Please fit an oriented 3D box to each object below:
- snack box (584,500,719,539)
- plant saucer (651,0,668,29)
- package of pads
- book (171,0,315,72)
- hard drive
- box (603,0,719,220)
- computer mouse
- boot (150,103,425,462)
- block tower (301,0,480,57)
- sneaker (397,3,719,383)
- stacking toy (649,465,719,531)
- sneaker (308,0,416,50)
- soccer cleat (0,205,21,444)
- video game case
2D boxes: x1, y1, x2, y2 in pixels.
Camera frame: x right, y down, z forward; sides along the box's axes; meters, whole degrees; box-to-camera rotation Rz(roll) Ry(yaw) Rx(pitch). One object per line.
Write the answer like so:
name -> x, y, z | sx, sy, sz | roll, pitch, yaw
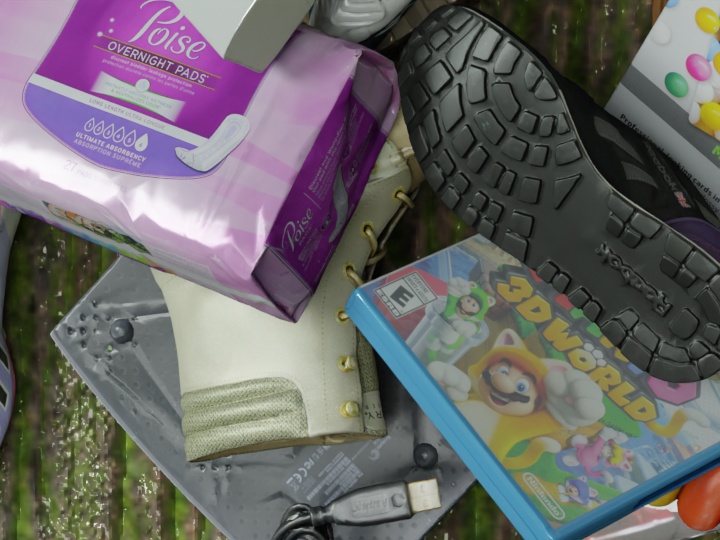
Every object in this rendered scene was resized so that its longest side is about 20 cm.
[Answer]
snack box -> 0.179, 0.080, 1.353 | 0.200, 0.024, 0.072 | -17, 87, 16
plant saucer -> 0.229, -0.117, 1.319 | 0.200, 0.037, 0.201 | 1, 95, 14
package of pads -> -0.092, -0.068, 1.291 | 0.200, 0.076, 0.121 | 21, 78, 26
book -> -0.061, -0.193, 1.266 | 0.134, 0.048, 0.200 | -54, 48, 14
hard drive -> -0.038, 0.057, 1.398 | 0.200, 0.042, 0.135 | 45, 103, 8
box -> 0.199, -0.073, 1.254 | 0.156, 0.041, 0.200 | 41, 139, 10
computer mouse -> 0.053, 0.148, 1.357 | 0.200, 0.046, 0.141 | -4, 120, 7
boot -> 0.000, 0.000, 1.330 | 0.200, 0.072, 0.155 | -14, 78, 9
block tower -> 0.009, -0.131, 1.365 | 0.200, 0.058, 0.054 | -32, 86, 16
sneaker -> 0.098, -0.036, 1.276 | 0.200, 0.088, 0.076 | 49, 115, 8
stacking toy -> 0.130, 0.073, 1.314 | 0.200, 0.085, 0.085 | 35, 102, 14
sneaker -> 0.064, -0.154, 1.281 | 0.129, 0.080, 0.199 | 14, 128, -20
soccer cleat -> -0.201, 0.013, 1.419 | 0.067, 0.076, 0.200 | 12, 97, 13
video game case -> 0.110, 0.031, 1.279 | 0.143, 0.200, 0.018 | 51, 141, 20
